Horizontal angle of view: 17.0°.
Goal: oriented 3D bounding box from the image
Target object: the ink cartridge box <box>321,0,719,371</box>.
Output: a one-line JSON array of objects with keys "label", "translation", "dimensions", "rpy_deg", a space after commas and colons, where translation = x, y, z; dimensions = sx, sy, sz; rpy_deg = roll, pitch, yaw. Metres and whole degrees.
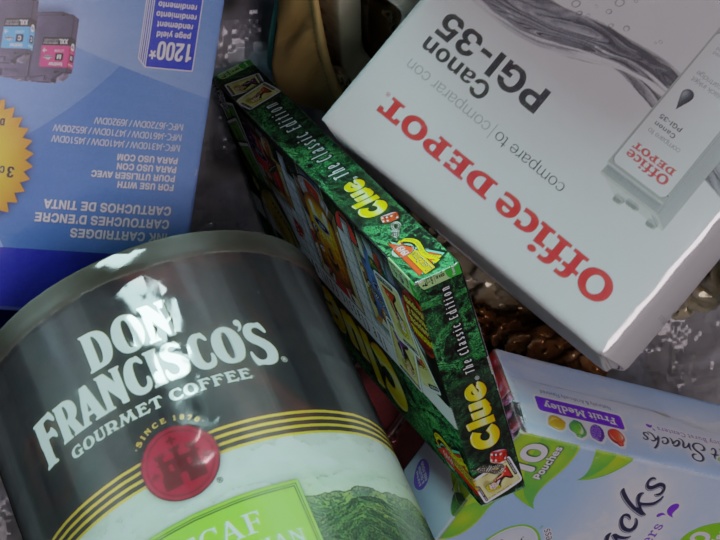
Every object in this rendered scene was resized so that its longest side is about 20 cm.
[{"label": "ink cartridge box", "translation": [0.105, -0.081, 0.920], "dimensions": [0.146, 0.083, 0.200], "rpy_deg": [40, 92, 11]}]

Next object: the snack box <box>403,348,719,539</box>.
[{"label": "snack box", "translation": [0.108, 0.116, 1.008], "dimensions": [0.199, 0.053, 0.142], "rpy_deg": [15, 126, -28]}]

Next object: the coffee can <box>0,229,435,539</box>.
[{"label": "coffee can", "translation": [-0.047, 0.107, 0.902], "dimensions": [0.146, 0.200, 0.147], "rpy_deg": [-19, 151, -12]}]

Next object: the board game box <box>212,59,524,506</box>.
[{"label": "board game box", "translation": [0.000, 0.000, 0.936], "dimensions": [0.023, 0.200, 0.105], "rpy_deg": [-28, 123, -11]}]

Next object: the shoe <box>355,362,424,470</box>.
[{"label": "shoe", "translation": [-0.021, 0.083, 1.031], "dimensions": [0.091, 0.071, 0.200], "rpy_deg": [29, 94, -32]}]

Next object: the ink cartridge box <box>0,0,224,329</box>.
[{"label": "ink cartridge box", "translation": [-0.134, -0.058, 0.938], "dimensions": [0.136, 0.076, 0.201], "rpy_deg": [3, 105, -26]}]

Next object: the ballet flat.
[{"label": "ballet flat", "translation": [-0.002, -0.131, 0.932], "dimensions": [0.069, 0.063, 0.200], "rpy_deg": [-48, 157, -25]}]

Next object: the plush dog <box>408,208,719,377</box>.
[{"label": "plush dog", "translation": [0.101, -0.041, 1.020], "dimensions": [0.171, 0.160, 0.201], "rpy_deg": [-14, 82, -15]}]
